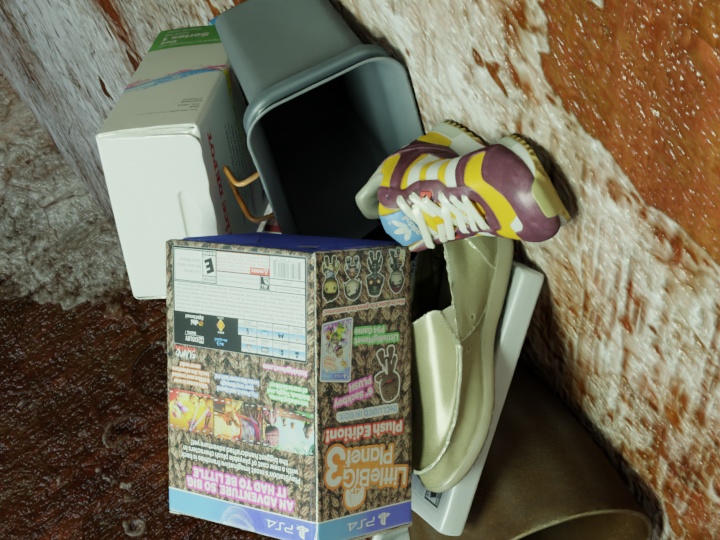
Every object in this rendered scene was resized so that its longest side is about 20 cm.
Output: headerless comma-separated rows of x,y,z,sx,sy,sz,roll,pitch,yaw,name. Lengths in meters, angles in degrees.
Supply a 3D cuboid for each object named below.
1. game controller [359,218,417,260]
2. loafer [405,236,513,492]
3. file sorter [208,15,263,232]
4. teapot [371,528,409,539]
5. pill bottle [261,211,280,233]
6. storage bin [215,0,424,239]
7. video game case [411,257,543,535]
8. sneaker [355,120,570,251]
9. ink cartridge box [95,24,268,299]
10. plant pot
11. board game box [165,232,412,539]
0.000,0.000,1.334,0.042,0.104,0.200,53,137,1,game controller
0.055,0.055,1.239,0.068,0.201,0.076,14,169,-26,loafer
-0.120,-0.108,1.669,0.139,0.122,0.201,45,164,41,file sorter
0.063,0.286,1.524,0.198,0.199,0.147,-97,14,-68,teapot
-0.027,-0.018,1.554,0.113,0.113,0.200,58,169,-10,pill bottle
-0.043,-0.113,1.327,0.135,0.145,0.200,60,174,38,storage bin
0.059,0.075,1.326,0.023,0.201,0.182,14,-172,-26,video game case
0.064,-0.042,1.157,0.075,0.090,0.200,59,169,-17,sneaker
-0.131,-0.089,1.380,0.200,0.083,0.146,-74,-23,-59,ink cartridge box
0.104,0.155,1.387,0.187,0.186,0.201,75,172,-59,plant pot
-0.051,0.078,1.235,0.159,0.097,0.201,6,98,45,board game box
